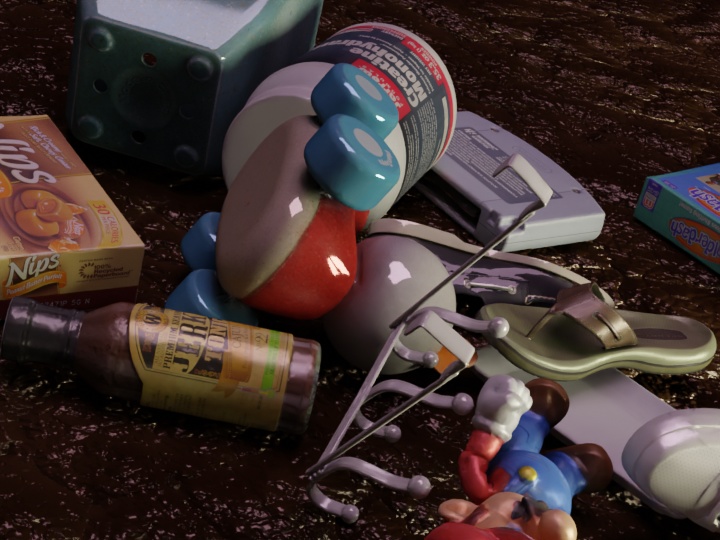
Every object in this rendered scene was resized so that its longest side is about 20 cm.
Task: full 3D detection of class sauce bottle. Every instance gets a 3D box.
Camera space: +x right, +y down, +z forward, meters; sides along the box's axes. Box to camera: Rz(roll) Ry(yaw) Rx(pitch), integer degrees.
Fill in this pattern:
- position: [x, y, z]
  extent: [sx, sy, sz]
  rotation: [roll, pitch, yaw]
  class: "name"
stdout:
- position: [-0.126, 0.056, 0.990]
  extent: [0.199, 0.065, 0.065]
  rotation: [11, 28, -7]
  class: "sauce bottle"

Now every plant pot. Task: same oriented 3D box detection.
- position: [-0.150, -0.189, 1.296]
  extent: [0.195, 0.197, 0.200]
  rotation: [17, 36, 3]
  class: "plant pot"

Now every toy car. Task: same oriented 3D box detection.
- position: [0.000, 0.000, 1.088]
  extent: [0.200, 0.184, 0.177]
  rotation: [37, 22, -17]
  class: "toy car"

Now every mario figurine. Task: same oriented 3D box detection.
- position: [0.108, 0.138, 0.911]
  extent: [0.123, 0.107, 0.200]
  rotation: [23, 30, 9]
  class: "mario figurine"

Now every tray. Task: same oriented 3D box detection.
- position: [0.170, 0.106, 1.087]
  extent: [0.107, 0.022, 0.200]
  rotation: [-17, 42, -43]
  class: "tray"

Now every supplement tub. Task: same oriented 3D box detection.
- position: [-0.014, -0.110, 1.260]
  extent: [0.140, 0.141, 0.200]
  rotation: [22, 29, 13]
  class: "supplement tub"

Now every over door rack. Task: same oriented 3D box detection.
- position: [0.048, 0.051, 0.913]
  extent: [0.066, 0.200, 0.148]
  rotation: [31, 49, -1]
  class: "over door rack"

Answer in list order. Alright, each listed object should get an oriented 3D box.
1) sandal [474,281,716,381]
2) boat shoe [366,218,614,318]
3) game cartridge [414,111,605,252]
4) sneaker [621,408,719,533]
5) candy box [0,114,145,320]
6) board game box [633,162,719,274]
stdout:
- position: [0.171, 0.035, 1.130]
  extent: [0.200, 0.058, 0.080]
  rotation: [0, 32, -26]
  class: "sandal"
- position: [0.094, 0.020, 1.190]
  extent: [0.199, 0.073, 0.063]
  rotation: [18, 71, -7]
  class: "boat shoe"
- position: [0.116, -0.080, 1.382]
  extent: [0.133, 0.042, 0.200]
  rotation: [-3, 33, -38]
  class: "game cartridge"
- position: [0.260, 0.157, 0.959]
  extent: [0.199, 0.074, 0.116]
  rotation: [20, 26, -23]
  class: "sneaker"
- position: [-0.246, -0.043, 1.116]
  extent: [0.115, 0.056, 0.200]
  rotation: [-5, 34, -32]
  class: "candy box"
- position: [0.370, -0.045, 1.430]
  extent: [0.199, 0.045, 0.152]
  rotation: [-12, 39, -40]
  class: "board game box"
